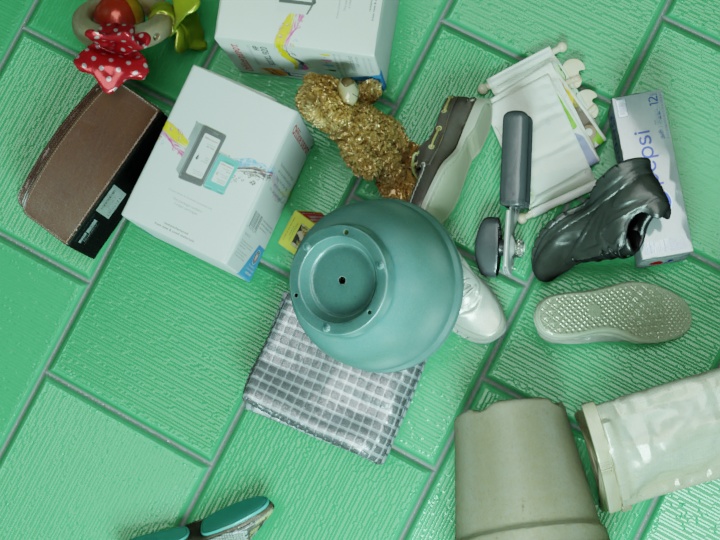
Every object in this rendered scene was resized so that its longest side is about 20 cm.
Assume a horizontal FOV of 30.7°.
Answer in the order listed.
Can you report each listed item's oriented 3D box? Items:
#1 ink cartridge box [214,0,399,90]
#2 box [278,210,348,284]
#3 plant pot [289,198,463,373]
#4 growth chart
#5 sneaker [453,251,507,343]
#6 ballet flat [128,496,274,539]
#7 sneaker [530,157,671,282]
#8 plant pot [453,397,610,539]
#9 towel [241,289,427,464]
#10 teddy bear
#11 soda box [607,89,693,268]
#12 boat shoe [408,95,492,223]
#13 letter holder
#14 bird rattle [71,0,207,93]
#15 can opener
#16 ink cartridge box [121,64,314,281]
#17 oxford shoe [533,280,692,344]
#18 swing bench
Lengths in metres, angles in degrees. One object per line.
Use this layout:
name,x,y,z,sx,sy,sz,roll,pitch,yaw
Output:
ink cartridge box,-0.061,-0.321,1.612,0.198,0.147,0.146,8,83,8
box,0.000,0.000,1.575,0.199,0.075,0.050,35,104,23
plant pot,0.000,0.014,1.460,0.198,0.134,0.203,-1,87,24
growth chart,0.231,-0.174,1.625,0.143,0.018,0.202,-19,80,3
sneaker,0.102,0.004,1.583,0.075,0.081,0.201,-39,81,-2
ballet flat,-0.190,0.332,1.582,0.198,0.072,0.073,-19,80,3
sneaker,0.278,-0.042,1.534,0.200,0.075,0.091,-47,63,35
plant pot,0.184,0.250,1.495,0.198,0.201,0.186,-8,70,5
towel,-0.032,0.122,1.577,0.198,0.086,0.167,22,84,9
teddy bear,0.012,-0.166,1.570,0.066,0.145,0.201,-22,111,42
soda box,0.347,-0.109,1.577,0.063,0.068,0.202,-10,81,5
boat shoe,0.097,-0.133,1.577,0.059,0.072,0.201,15,59,23
letter holder,-0.346,-0.143,1.643,0.142,0.101,0.201,35,87,12
bird rattle,-0.289,-0.299,1.641,0.162,0.113,0.200,25,52,34
can opener,0.176,-0.092,1.588,0.066,0.053,0.203,6,89,17
ink cartridge box,-0.167,-0.115,1.595,0.145,0.147,0.202,24,84,10
oxford shoe,0.298,0.055,1.569,0.197,0.058,0.076,-2,75,-9
swing bench,0.353,0.187,1.467,0.197,0.200,0.131,-16,81,4
